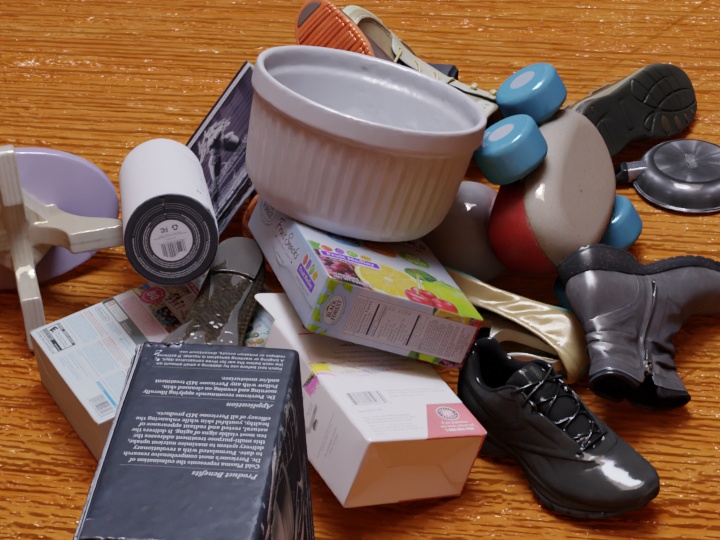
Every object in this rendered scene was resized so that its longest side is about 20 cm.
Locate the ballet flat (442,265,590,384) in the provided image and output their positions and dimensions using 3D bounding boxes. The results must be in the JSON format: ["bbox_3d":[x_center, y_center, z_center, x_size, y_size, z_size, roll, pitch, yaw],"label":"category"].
[{"bbox_3d":[0.108,0.045,1.476,0.199,0.069,0.063,16,55,27],"label":"ballet flat"}]

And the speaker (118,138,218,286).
[{"bbox_3d":[-0.167,-0.054,1.494,0.081,0.082,0.200,-9,19,-6],"label":"speaker"}]

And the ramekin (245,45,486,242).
[{"bbox_3d":[-0.003,-0.104,1.440,0.199,0.106,0.200,14,22,-6],"label":"ramekin"}]

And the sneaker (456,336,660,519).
[{"bbox_3d":[0.146,0.121,1.347,0.199,0.091,0.076,28,45,34],"label":"sneaker"}]

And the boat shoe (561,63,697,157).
[{"bbox_3d":[0.253,-0.156,1.719,0.199,0.076,0.074,-20,8,-39],"label":"boat shoe"}]

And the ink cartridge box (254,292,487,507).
[{"bbox_3d":[-0.005,0.097,1.376,0.116,0.068,0.200,0,34,-35],"label":"ink cartridge box"}]

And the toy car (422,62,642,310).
[{"bbox_3d":[0.120,-0.051,1.554,0.199,0.185,0.177,-19,28,31],"label":"toy car"}]

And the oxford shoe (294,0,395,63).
[{"bbox_3d":[0.012,-0.164,1.577,0.201,0.071,0.073,56,29,10],"label":"oxford shoe"}]

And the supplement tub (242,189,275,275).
[{"bbox_3d":[-0.026,-0.083,1.610,0.122,0.123,0.200,12,39,20],"label":"supplement tub"}]

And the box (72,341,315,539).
[{"bbox_3d":[-0.106,0.188,1.190,0.123,0.201,0.197,3,37,8],"label":"box"}]

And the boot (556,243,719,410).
[{"bbox_3d":[0.252,0.057,1.442,0.199,0.070,0.133,4,59,-31],"label":"boot"}]

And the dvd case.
[{"bbox_3d":[-0.128,-0.107,1.629,0.016,0.149,0.200,32,12,-25],"label":"dvd case"}]

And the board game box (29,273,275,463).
[{"bbox_3d":[-0.158,0.073,1.465,0.199,0.065,0.148,-23,41,-21],"label":"board game box"}]

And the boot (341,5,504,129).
[{"bbox_3d":[0.062,-0.178,1.687,0.154,0.200,0.072,28,82,32],"label":"boot"}]

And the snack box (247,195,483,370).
[{"bbox_3d":[0.000,0.000,1.420,0.141,0.053,0.200,17,19,-24],"label":"snack box"}]

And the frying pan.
[{"bbox_3d":[0.286,-0.103,1.687,0.189,0.031,0.115,14,39,19],"label":"frying pan"}]

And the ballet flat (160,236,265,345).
[{"bbox_3d":[-0.123,0.053,1.409,0.067,0.047,0.201,13,45,7],"label":"ballet flat"}]

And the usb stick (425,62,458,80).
[{"bbox_3d":[0.007,-0.209,1.850,0.198,0.033,0.056,7,39,16],"label":"usb stick"}]

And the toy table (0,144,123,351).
[{"bbox_3d":[-0.309,-0.031,1.546,0.199,0.185,0.117,-21,22,-8],"label":"toy table"}]
